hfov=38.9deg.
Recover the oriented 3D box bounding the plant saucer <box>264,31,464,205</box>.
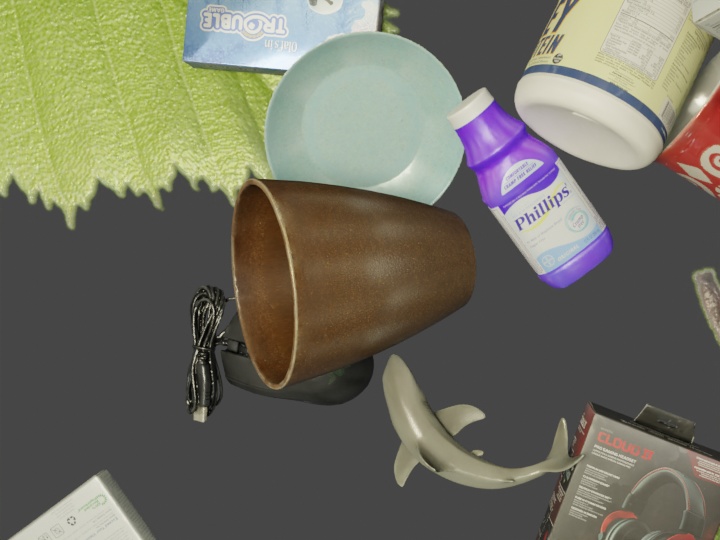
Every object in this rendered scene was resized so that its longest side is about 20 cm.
[{"bbox_3d":[0.004,-0.138,1.005,0.198,0.039,0.203,-2,115,-5],"label":"plant saucer"}]

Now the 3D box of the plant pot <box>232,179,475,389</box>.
[{"bbox_3d":[0.000,0.000,0.955,0.198,0.187,0.190,-8,91,-22],"label":"plant pot"}]

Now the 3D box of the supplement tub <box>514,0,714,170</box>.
[{"bbox_3d":[0.244,-0.211,0.936,0.144,0.145,0.202,26,84,5],"label":"supplement tub"}]

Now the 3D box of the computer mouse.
[{"bbox_3d":[-0.086,0.093,1.037,0.197,0.053,0.140,5,92,6],"label":"computer mouse"}]

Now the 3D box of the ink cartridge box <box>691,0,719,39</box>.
[{"bbox_3d":[0.357,-0.272,0.891,0.195,0.043,0.203,15,66,-33],"label":"ink cartridge box"}]

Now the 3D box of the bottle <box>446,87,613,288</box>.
[{"bbox_3d":[0.159,-0.081,0.978,0.083,0.065,0.201,-36,101,5],"label":"bottle"}]

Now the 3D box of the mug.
[{"bbox_3d":[0.381,-0.092,0.926,0.199,0.178,0.134,35,123,0],"label":"mug"}]

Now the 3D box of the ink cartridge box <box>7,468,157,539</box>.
[{"bbox_3d":[-0.291,0.347,1.074,0.199,0.041,0.201,-35,88,6],"label":"ink cartridge box"}]

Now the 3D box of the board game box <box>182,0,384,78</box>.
[{"bbox_3d":[-0.072,-0.300,1.027,0.197,0.043,0.202,6,94,6],"label":"board game box"}]

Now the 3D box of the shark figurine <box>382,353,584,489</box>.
[{"bbox_3d":[0.101,0.182,0.993,0.212,0.089,0.130,21,97,15],"label":"shark figurine"}]

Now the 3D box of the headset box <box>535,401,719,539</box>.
[{"bbox_3d":[0.265,0.231,0.990,0.147,0.075,0.202,21,94,6],"label":"headset box"}]
